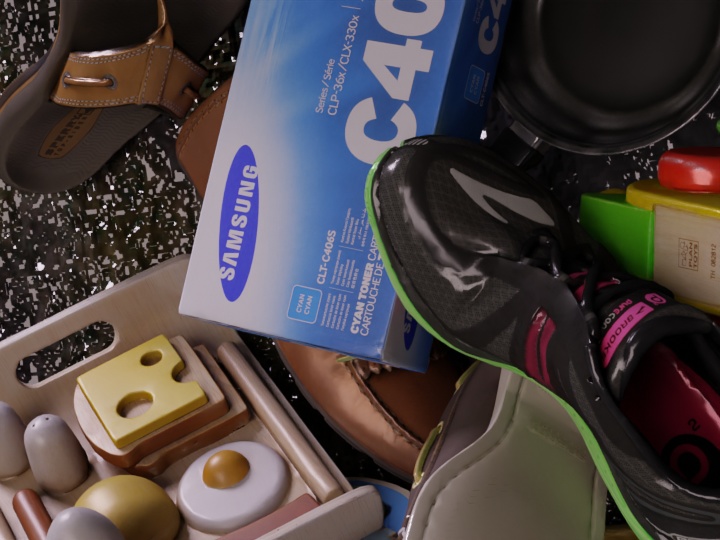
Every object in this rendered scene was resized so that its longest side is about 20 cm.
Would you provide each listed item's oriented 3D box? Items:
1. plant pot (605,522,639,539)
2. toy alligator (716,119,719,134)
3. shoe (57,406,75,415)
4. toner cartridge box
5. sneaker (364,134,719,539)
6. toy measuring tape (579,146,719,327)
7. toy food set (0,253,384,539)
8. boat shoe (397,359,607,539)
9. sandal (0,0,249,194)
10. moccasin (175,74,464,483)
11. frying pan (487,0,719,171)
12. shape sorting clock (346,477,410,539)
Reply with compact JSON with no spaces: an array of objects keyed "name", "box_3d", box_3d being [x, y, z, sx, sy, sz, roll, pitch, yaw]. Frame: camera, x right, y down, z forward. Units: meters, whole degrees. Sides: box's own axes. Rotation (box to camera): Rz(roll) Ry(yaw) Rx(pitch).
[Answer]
[{"name":"plant pot","box_3d":[0.103,0.220,0.839,0.194,0.194,0.201,-11,103,31]},{"name":"toy alligator","box_3d":[0.220,-0.089,0.801,0.199,0.059,0.055,-18,44,25]},{"name":"shoe","box_3d":[-0.170,0.114,1.059,0.200,0.053,0.070,-40,77,29]},{"name":"toner cartridge box","box_3d":[0.000,-0.069,0.882,0.094,0.043,0.202,11,87,29]},{"name":"sneaker","box_3d":[0.085,0.019,0.803,0.200,0.077,0.084,43,153,9]},{"name":"toy measuring tape","box_3d":[0.152,-0.006,0.819,0.200,0.073,0.074,18,108,57]},{"name":"toy food set","box_3d":[-0.093,0.073,0.918,0.200,0.143,0.061,49,162,51]},{"name":"boat shoe","box_3d":[0.050,0.086,0.837,0.072,0.201,0.060,33,134,-8]},{"name":"sandal","box_3d":[-0.103,-0.082,0.954,0.200,0.081,0.055,-44,48,43]},{"name":"moccasin","box_3d":[0.001,0.000,0.934,0.078,0.073,0.202,-44,65,36]},{"name":"frying pan","box_3d":[0.088,-0.064,0.873,0.114,0.031,0.192,17,94,30]},{"name":"shape sorting clock","box_3d":[-0.064,0.138,0.917,0.199,0.200,0.039,-16,106,31]}]
